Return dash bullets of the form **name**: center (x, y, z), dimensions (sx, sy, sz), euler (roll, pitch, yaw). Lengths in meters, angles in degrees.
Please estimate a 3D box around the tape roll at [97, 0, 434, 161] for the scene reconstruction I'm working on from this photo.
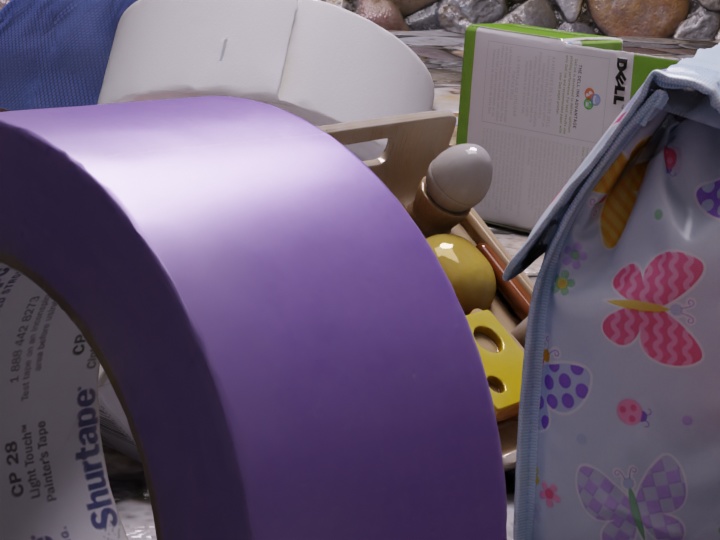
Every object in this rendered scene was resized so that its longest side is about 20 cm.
- **tape roll**: center (-0.058, -0.092, 1.013), dimensions (0.201, 0.071, 0.203), euler (11, -19, 4)

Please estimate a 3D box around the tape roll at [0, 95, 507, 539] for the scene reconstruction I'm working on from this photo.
- **tape roll**: center (-0.063, 0.056, 0.447), dimensions (0.085, 0.202, 0.199), euler (-10, 18, -44)

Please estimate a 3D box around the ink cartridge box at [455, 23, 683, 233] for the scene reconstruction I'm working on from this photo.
- **ink cartridge box**: center (0.169, -0.099, 1.261), dimensions (0.199, 0.149, 0.075), euler (16, 18, 41)

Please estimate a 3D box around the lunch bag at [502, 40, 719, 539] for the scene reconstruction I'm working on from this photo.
- **lunch bag**: center (0.127, 0.014, 0.661), dimensions (0.126, 0.202, 0.169), euler (7, 15, 18)

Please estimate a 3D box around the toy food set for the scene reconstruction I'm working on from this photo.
- **toy food set**: center (0.053, 0.005, 0.813), dimensions (0.143, 0.061, 0.200), euler (-12, 56, -45)

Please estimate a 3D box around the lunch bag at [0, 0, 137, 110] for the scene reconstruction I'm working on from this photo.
- **lunch bag**: center (-0.172, -0.105, 1.172), dimensions (0.199, 0.137, 0.132), euler (9, -23, 41)

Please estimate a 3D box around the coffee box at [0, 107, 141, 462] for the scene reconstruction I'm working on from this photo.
- **coffee box**: center (-0.143, 0.000, 0.783), dimensions (0.199, 0.080, 0.113), euler (19, 65, 35)
